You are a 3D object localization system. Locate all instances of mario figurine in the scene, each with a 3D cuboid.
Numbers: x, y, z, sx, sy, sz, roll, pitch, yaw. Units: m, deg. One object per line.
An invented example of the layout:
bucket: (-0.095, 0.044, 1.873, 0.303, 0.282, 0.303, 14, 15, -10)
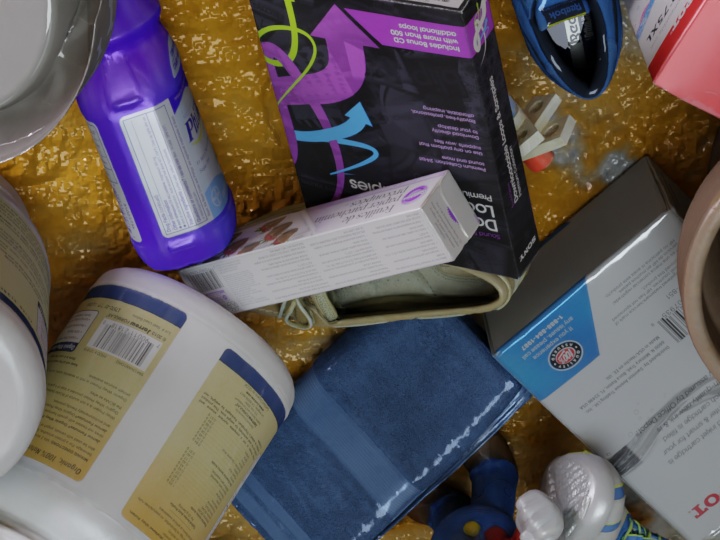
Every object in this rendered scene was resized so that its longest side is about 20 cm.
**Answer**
mario figurine: (0.063, 0.169, 1.756, 0.106, 0.200, 0.124, 5, 117, -9)

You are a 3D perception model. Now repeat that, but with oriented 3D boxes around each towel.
towel: (0.006, 0.100, 1.787, 0.200, 0.049, 0.112, -44, 83, 17)

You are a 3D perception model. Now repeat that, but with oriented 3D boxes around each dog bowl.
dog bowl: (-0.227, -0.161, 1.594, 0.199, 0.059, 0.201, 7, 110, 19)

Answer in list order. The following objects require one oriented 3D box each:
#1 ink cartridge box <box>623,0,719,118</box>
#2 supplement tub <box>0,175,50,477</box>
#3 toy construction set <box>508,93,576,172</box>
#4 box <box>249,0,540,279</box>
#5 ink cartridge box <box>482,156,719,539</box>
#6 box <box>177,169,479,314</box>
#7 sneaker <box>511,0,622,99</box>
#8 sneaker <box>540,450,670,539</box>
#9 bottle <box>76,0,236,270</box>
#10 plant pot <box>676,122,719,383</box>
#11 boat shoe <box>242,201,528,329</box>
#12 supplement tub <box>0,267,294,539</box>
ink cartridge box: (0.212, -0.162, 1.591, 0.067, 0.200, 0.116, 25, 113, -16)
supplement tub: (-0.254, 0.027, 1.651, 0.145, 0.200, 0.145, -2, 118, -4)
toy construction set: (0.038, -0.136, 1.649, 0.131, 0.092, 0.200, -29, 104, 24)
box: (0.020, -0.088, 1.609, 0.143, 0.036, 0.200, 12, 139, 28)
ink cartridge box: (0.195, 0.052, 1.771, 0.145, 0.084, 0.200, -41, 114, 14)
box: (-0.021, -0.013, 1.650, 0.200, 0.039, 0.041, -15, 118, 41)
sneaker: (0.108, -0.192, 1.637, 0.066, 0.079, 0.200, -18, 117, 7)
sneaker: (0.162, 0.168, 1.800, 0.105, 0.076, 0.200, 5, 158, -8)
bottle: (-0.132, -0.102, 1.659, 0.065, 0.084, 0.200, -17, 114, 5)
plant pot: (0.274, -0.037, 1.649, 0.200, 0.175, 0.201, -1, 121, -2)
boat shoe: (0.001, 0.002, 1.714, 0.200, 0.063, 0.073, 1, 117, 17)
supplement tub: (-0.146, 0.115, 1.692, 0.144, 0.144, 0.200, 42, 68, -23)
